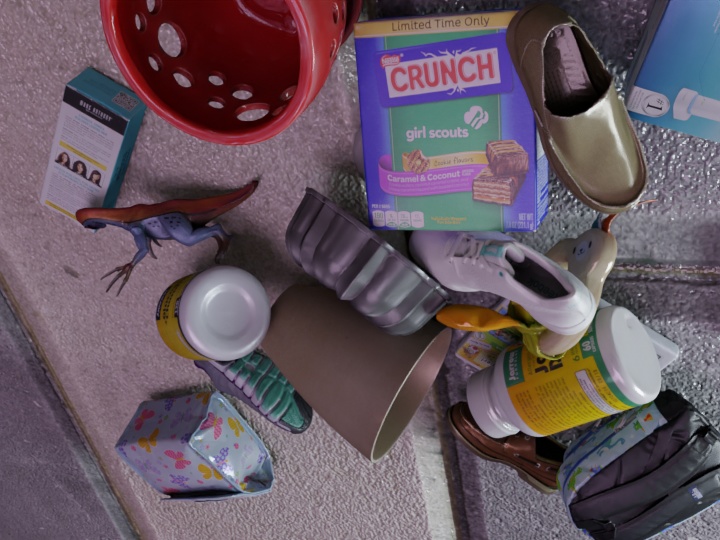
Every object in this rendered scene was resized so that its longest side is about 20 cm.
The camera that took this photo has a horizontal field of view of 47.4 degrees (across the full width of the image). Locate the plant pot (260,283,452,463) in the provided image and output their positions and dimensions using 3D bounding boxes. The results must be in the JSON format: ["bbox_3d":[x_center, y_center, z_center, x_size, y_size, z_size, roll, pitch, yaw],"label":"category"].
[{"bbox_3d":[-0.019,0.105,1.016,0.200,0.187,0.188,28,134,17],"label":"plant pot"}]

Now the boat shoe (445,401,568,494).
[{"bbox_3d":[0.206,0.221,1.086,0.200,0.072,0.068,31,129,-18],"label":"boat shoe"}]

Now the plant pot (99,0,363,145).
[{"bbox_3d":[-0.105,-0.243,0.744,0.200,0.183,0.201,10,131,12],"label":"plant pot"}]

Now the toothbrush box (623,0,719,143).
[{"bbox_3d":[0.342,-0.182,0.685,0.199,0.085,0.147,17,133,9],"label":"toothbrush box"}]

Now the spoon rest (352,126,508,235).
[{"bbox_3d":[0.078,-0.095,0.888,0.200,0.061,0.099,35,132,9],"label":"spoon rest"}]

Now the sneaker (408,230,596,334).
[{"bbox_3d":[0.128,-0.010,0.783,0.200,0.075,0.088,25,172,28],"label":"sneaker"}]

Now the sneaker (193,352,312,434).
[{"bbox_3d":[-0.157,0.165,1.183,0.200,0.074,0.088,43,141,-2],"label":"sneaker"}]

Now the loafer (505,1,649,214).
[{"bbox_3d":[0.185,-0.130,0.694,0.076,0.067,0.200,-32,106,9],"label":"loafer"}]

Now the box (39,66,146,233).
[{"bbox_3d":[-0.329,-0.142,1.002,0.082,0.049,0.200,30,132,-5],"label":"box"}]

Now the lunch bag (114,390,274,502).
[{"bbox_3d":[-0.250,0.297,1.283,0.169,0.127,0.200,-11,130,30],"label":"lunch bag"}]

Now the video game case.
[{"bbox_3d":[0.244,0.097,0.995,0.200,0.023,0.182,30,132,-6],"label":"video game case"}]

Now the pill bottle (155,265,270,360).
[{"bbox_3d":[-0.195,0.057,1.035,0.112,0.112,0.200,44,158,-16],"label":"pill bottle"}]

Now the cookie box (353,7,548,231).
[{"bbox_3d":[0.090,-0.143,0.786,0.171,0.075,0.201,2,109,20],"label":"cookie box"}]

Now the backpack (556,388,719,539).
[{"bbox_3d":[0.338,0.247,0.999,0.163,0.154,0.200,42,95,-20],"label":"backpack"}]

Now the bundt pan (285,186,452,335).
[{"bbox_3d":[0.000,0.000,0.891,0.202,0.202,0.076,37,89,-11],"label":"bundt pan"}]

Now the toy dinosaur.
[{"bbox_3d":[-0.248,-0.065,1.007,0.181,0.105,0.200,26,98,-12],"label":"toy dinosaur"}]

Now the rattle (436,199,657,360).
[{"bbox_3d":[0.187,-0.016,0.839,0.143,0.130,0.200,26,122,1],"label":"rattle"}]

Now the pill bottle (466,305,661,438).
[{"bbox_3d":[0.225,0.124,0.934,0.200,0.113,0.113,-28,113,37],"label":"pill bottle"}]
